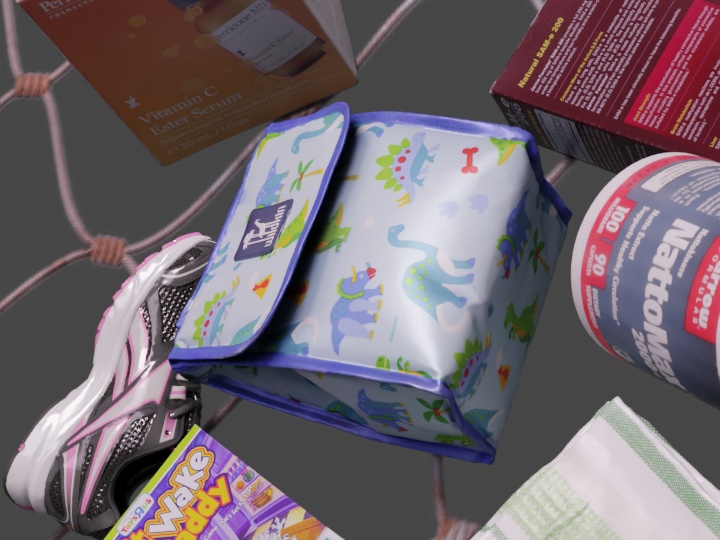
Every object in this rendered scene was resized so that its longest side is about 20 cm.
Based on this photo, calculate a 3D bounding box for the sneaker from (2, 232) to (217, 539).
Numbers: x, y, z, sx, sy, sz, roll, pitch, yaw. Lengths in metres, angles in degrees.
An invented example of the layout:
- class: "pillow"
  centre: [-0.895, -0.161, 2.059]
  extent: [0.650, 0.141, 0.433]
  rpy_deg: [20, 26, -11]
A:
- class: "sneaker"
  centre: [-0.124, 0.078, 1.174]
  extent: [0.086, 0.080, 0.201]
  rpy_deg: [30, 86, 21]

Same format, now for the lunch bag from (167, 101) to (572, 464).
- class: "lunch bag"
  centre: [0.000, 0.000, 1.115]
  extent: [0.199, 0.128, 0.171]
  rpy_deg: [9, 65, 29]

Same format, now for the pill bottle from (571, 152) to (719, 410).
- class: "pill bottle"
  centre: [0.208, 0.017, 0.976]
  extent: [0.120, 0.120, 0.200]
  rpy_deg: [-50, 32, -8]

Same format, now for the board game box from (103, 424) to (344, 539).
- class: "board game box"
  centre: [-0.105, 0.207, 1.099]
  extent: [0.134, 0.045, 0.200]
  rpy_deg: [32, 80, 34]

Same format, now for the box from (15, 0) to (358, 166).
- class: "box"
  centre: [-0.112, -0.182, 1.224]
  extent: [0.151, 0.200, 0.107]
  rpy_deg: [-22, 56, 13]

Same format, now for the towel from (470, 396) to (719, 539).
- class: "towel"
  centre: [0.109, 0.174, 1.016]
  extent: [0.200, 0.031, 0.149]
  rpy_deg: [-43, 44, -2]

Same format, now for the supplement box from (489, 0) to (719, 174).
- class: "supplement box"
  centre: [0.189, -0.105, 1.128]
  extent: [0.199, 0.061, 0.109]
  rpy_deg: [24, 74, 32]
